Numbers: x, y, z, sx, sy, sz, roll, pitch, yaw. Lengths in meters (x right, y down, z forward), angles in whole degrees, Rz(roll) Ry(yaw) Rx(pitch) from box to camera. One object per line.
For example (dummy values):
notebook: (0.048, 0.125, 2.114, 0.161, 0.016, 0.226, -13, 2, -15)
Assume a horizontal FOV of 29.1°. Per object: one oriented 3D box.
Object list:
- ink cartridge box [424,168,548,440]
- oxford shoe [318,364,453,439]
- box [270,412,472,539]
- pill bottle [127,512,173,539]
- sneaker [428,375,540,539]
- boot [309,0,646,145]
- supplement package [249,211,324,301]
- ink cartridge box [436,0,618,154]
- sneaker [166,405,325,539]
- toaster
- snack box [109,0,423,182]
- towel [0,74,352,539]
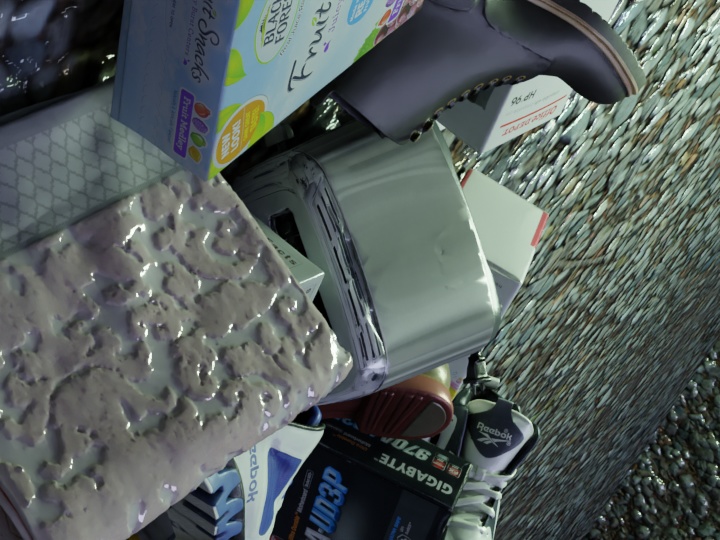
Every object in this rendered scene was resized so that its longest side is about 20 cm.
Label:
ink cartridge box: (0.066, 0.036, 1.149, 0.201, 0.085, 0.148, -63, 178, 29)
oxford shoe: (-0.032, 0.058, 0.953, 0.075, 0.198, 0.071, -86, -161, -45)
box: (-0.017, 0.177, 1.030, 0.046, 0.158, 0.201, -58, 171, -41)
pill bottle: (-0.201, 0.225, 0.926, 0.199, 0.114, 0.115, -16, 142, -56)
sneaker: (0.092, 0.169, 1.128, 0.200, 0.079, 0.130, -73, -175, -50)
boot: (0.070, -0.118, 0.841, 0.199, 0.077, 0.139, 30, 92, -29)
supplement package: (-0.132, 0.035, 0.735, 0.199, 0.114, 0.110, -22, 146, -51)
ink cartridge box: (0.113, -0.160, 0.981, 0.116, 0.068, 0.201, -28, 151, -46)
sneaker: (-0.070, 0.138, 0.888, 0.115, 0.080, 0.200, -42, 149, -31)
toaster: (0.000, 0.000, 0.866, 0.129, 0.202, 0.113, -20, -177, -42)
snack box: (-0.024, -0.162, 0.651, 0.200, 0.067, 0.169, -43, 161, -40)
towel: (-0.117, 0.012, 0.625, 0.199, 0.192, 0.032, -31, 176, -43)
